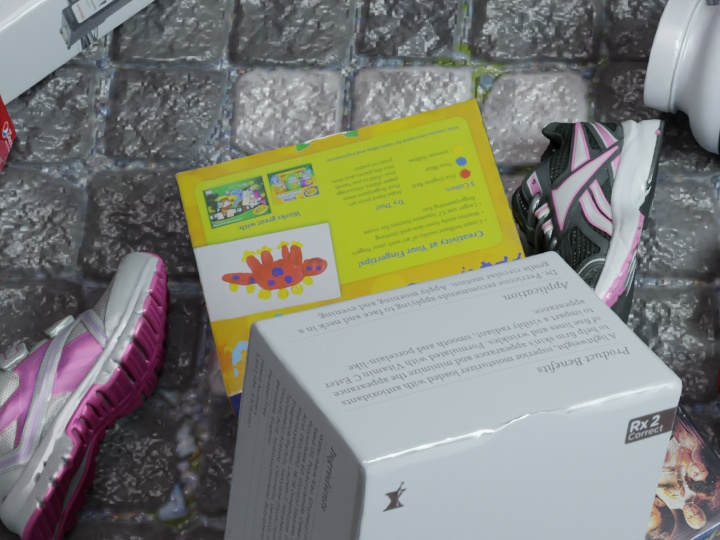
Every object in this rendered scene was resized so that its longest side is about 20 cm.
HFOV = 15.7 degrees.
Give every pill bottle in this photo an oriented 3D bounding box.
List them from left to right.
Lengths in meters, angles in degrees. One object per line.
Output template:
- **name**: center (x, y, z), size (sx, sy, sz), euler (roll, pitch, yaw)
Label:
- **pill bottle**: center (0.286, -0.115, 1.653), size (0.200, 0.112, 0.112), euler (16, 65, 14)

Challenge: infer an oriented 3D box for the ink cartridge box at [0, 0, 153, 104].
- **ink cartridge box**: center (-0.222, -0.226, 1.778), size (0.200, 0.083, 0.145), euler (-37, 65, -13)

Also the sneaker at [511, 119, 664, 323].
- **sneaker**: center (0.134, -0.023, 1.626), size (0.086, 0.080, 0.200), euler (9, 38, 8)

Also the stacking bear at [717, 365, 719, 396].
- **stacking bear**: center (0.305, 0.090, 1.548), size (0.200, 0.121, 0.114), euler (22, 74, 26)

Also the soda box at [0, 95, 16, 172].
- **soda box**: center (-0.336, -0.098, 1.734), size (0.200, 0.063, 0.070), euler (12, 65, 11)

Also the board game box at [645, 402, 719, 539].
- **board game box**: center (0.117, 0.144, 1.576), size (0.200, 0.035, 0.136), euler (-30, 64, -10)

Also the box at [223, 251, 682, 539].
- **box**: center (0.045, 0.119, 1.420), size (0.199, 0.200, 0.131), euler (-13, 41, -27)

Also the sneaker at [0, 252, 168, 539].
- **sneaker**: center (-0.187, 0.068, 1.613), size (0.088, 0.081, 0.200), euler (23, 66, 15)

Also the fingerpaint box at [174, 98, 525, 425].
- **fingerpaint box**: center (0.000, 0.000, 1.643), size (0.200, 0.073, 0.167), euler (-15, 61, -2)
